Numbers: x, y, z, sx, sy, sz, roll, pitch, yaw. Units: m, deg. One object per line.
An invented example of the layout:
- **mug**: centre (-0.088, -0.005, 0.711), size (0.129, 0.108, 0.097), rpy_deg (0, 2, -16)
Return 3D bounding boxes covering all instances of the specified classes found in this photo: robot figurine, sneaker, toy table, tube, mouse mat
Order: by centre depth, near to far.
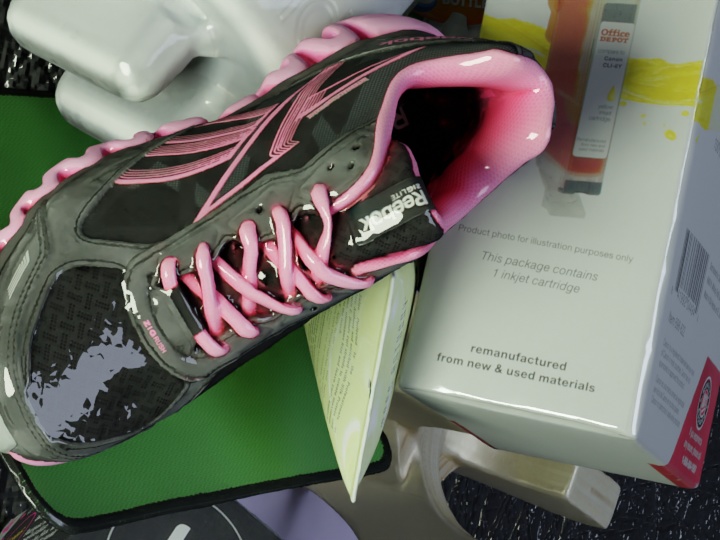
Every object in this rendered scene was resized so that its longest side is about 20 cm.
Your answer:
- **sneaker**: centre (-0.023, -0.013, 0.704), size (0.200, 0.095, 0.079), rpy_deg (-38, 115, -27)
- **mouse mat**: centre (-0.077, 0.006, 0.792), size (0.008, 0.161, 0.200), rpy_deg (-39, 162, 25)
- **robot figurine**: centre (-0.025, -0.125, 0.813), size (0.200, 0.113, 0.170), rpy_deg (-51, 148, -17)
- **tube**: centre (0.000, 0.000, 0.846), size (0.058, 0.052, 0.200), rpy_deg (56, 10, -20)
- **toy table**: centre (0.022, 0.057, 0.987), size (0.200, 0.117, 0.185), rpy_deg (16, 88, -59)

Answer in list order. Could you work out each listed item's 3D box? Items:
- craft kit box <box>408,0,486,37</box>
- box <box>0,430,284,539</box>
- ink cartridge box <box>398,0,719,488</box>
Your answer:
- **craft kit box**: centre (0.058, -0.152, 0.943), size (0.199, 0.048, 0.199), rpy_deg (9, 91, -29)
- **box**: centre (-0.046, 0.167, 0.809), size (0.200, 0.132, 0.115), rpy_deg (41, 58, -10)
- **ink cartridge box**: centre (0.088, -0.037, 0.853), size (0.145, 0.083, 0.201), rpy_deg (36, 66, -70)
